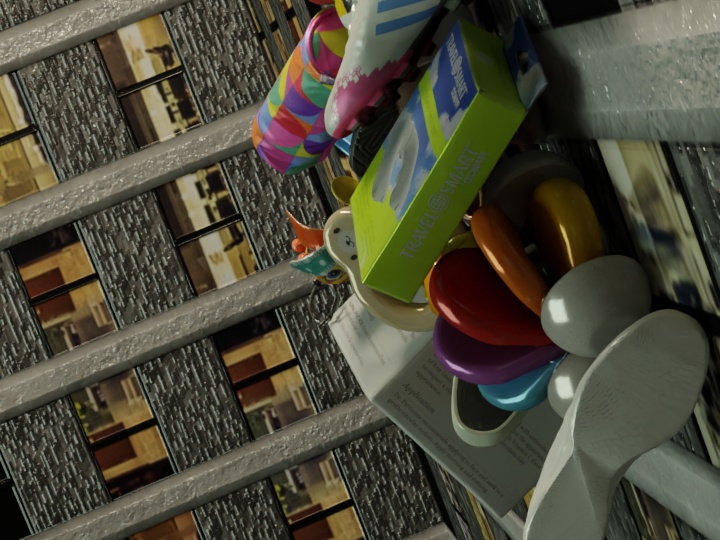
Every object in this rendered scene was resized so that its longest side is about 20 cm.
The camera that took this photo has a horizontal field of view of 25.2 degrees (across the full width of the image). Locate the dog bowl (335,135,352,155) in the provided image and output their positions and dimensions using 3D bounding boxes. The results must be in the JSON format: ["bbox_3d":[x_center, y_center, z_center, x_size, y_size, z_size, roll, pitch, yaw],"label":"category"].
[{"bbox_3d":[0.021,-0.133,1.737,0.200,0.050,0.112,40,177,22],"label":"dog bowl"}]

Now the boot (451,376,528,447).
[{"bbox_3d":[0.133,0.078,1.366,0.145,0.072,0.202,76,-148,-59],"label":"boot"}]

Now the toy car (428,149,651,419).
[{"bbox_3d":[0.124,0.027,1.198,0.201,0.148,0.176,78,169,-46],"label":"toy car"}]

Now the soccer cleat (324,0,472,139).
[{"bbox_3d":[0.021,-0.195,1.238,0.086,0.200,0.070,42,-157,7],"label":"soccer cleat"}]

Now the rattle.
[{"bbox_3d":[0.000,0.000,1.425,0.143,0.198,0.131,-55,-22,-51],"label":"rattle"}]

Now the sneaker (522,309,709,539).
[{"bbox_3d":[0.167,0.106,1.100,0.075,0.201,0.089,28,-163,-3],"label":"sneaker"}]

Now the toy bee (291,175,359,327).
[{"bbox_3d":[-0.006,-0.018,1.559,0.108,0.201,0.131,13,-157,-49],"label":"toy bee"}]

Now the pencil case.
[{"bbox_3d":[-0.039,-0.162,1.490,0.089,0.088,0.200,67,155,11],"label":"pencil case"}]

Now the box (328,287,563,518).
[{"bbox_3d":[0.094,0.102,1.593,0.199,0.131,0.200,44,-174,-23],"label":"box"}]

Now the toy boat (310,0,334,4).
[{"bbox_3d":[-0.003,-0.298,1.476,0.131,0.130,0.200,43,-170,-34],"label":"toy boat"}]

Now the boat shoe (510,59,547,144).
[{"bbox_3d":[0.097,-0.128,1.294,0.200,0.071,0.076,-146,34,-81],"label":"boat shoe"}]

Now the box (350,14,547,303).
[{"bbox_3d":[0.060,-0.090,1.190,0.201,0.047,0.122,-59,21,27],"label":"box"}]

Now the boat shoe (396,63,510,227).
[{"bbox_3d":[0.076,-0.126,1.418,0.067,0.072,0.202,-6,-115,-58],"label":"boat shoe"}]

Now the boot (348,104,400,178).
[{"bbox_3d":[0.013,-0.196,1.577,0.065,0.166,0.200,20,-163,-28],"label":"boot"}]

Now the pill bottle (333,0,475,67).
[{"bbox_3d":[0.020,-0.264,1.312,0.114,0.113,0.202,-156,44,-82],"label":"pill bottle"}]
